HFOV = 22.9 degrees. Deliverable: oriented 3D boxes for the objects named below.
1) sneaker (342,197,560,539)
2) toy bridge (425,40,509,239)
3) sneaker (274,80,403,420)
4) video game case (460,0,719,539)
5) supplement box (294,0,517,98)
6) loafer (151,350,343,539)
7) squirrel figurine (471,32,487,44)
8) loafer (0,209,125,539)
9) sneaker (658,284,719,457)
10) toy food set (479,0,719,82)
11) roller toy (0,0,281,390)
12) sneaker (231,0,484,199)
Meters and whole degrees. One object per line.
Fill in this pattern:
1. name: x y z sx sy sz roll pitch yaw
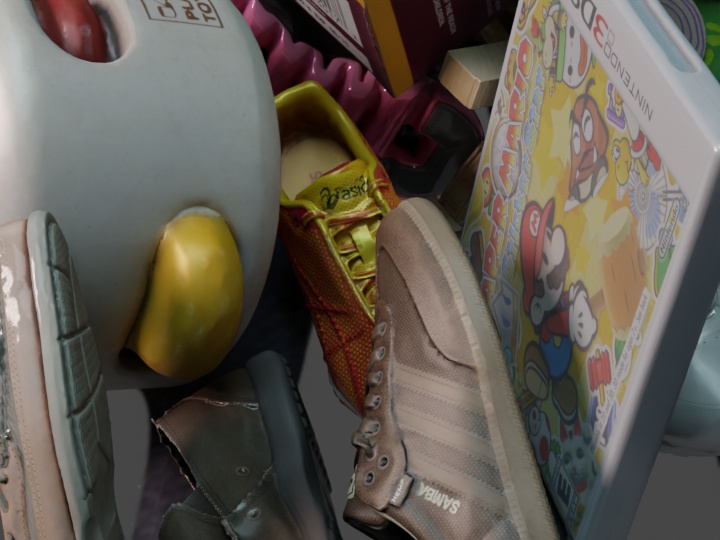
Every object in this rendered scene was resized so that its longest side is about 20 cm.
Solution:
1. sneaker: 0.024 0.065 0.687 0.075 0.071 0.201 -15 64 -3
2. toy bridge: 0.068 -0.092 0.808 0.067 0.200 0.027 -13 48 -37
3. sneaker: 0.000 0.000 0.784 0.073 0.077 0.200 -30 56 -7
4. video game case: 0.089 -0.019 0.717 0.023 0.201 0.182 -2 39 -17
5. supplement box: 0.051 -0.191 0.810 0.200 0.086 0.110 -39 63 -9
6. loafer: -0.039 0.117 0.682 0.071 0.073 0.200 -19 37 0
7. squirrel figurine: 0.029 -0.257 0.965 0.199 0.187 0.142 18 31 -23
8. loafer: -0.119 0.082 0.640 0.063 0.201 0.072 -11 5 1
9. sneaker: 0.117 -0.004 0.771 0.078 0.100 0.200 -16 42 -17
10. toy food set: 0.130 -0.174 0.918 0.049 0.200 0.199 -2 64 59
11. roller toy: -0.118 -0.040 0.760 0.139 0.183 0.200 0 -7 -30
12. sneaker: -0.030 -0.111 0.884 0.199 0.079 0.096 26 38 -13
